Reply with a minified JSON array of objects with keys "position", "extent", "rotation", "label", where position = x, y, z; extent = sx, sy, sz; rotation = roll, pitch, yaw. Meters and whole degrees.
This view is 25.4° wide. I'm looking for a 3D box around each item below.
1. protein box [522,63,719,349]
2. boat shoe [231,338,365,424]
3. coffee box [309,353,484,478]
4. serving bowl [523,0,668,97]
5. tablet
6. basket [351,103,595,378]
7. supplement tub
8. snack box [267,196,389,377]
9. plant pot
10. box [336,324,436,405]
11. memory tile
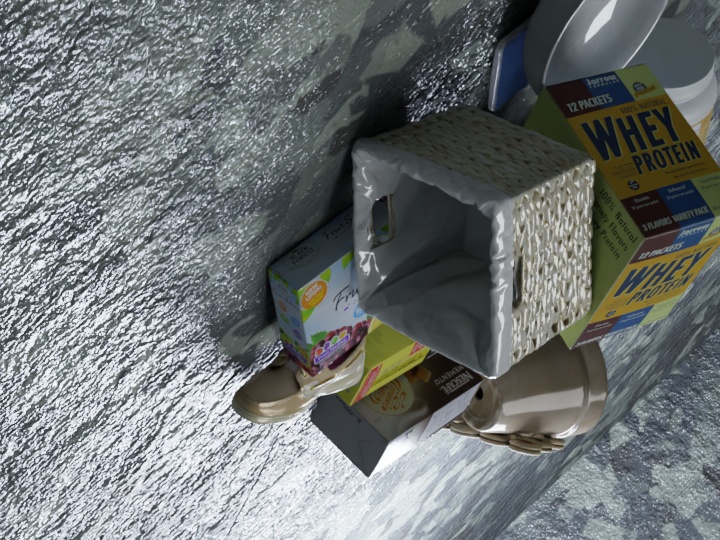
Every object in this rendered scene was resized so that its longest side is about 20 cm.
[{"position":[0.255,-0.066,1.646],"extent":[0.134,0.199,0.200],"rotation":[-16,152,-27],"label":"protein box"},{"position":[-0.066,0.109,1.782],"extent":[0.200,0.074,0.070],"rotation":[-25,140,-49],"label":"boat shoe"},{"position":[0.048,0.166,2.051],"extent":[0.200,0.114,0.080],"rotation":[-27,152,-43],"label":"coffee box"},{"position":[0.233,-0.263,1.628],"extent":[0.200,0.066,0.201],"rotation":[-37,154,-21],"label":"serving bowl"},{"position":[0.211,-0.261,1.704],"extent":[0.200,0.014,0.130],"rotation":[-39,159,-18],"label":"tablet"},{"position":[0.113,-0.036,1.565],"extent":[0.160,0.200,0.199],"rotation":[-26,128,-34],"label":"basket"},{"position":[0.347,-0.187,1.914],"extent":[0.144,0.144,0.201],"rotation":[-36,148,-27],"label":"supplement tub"},{"position":[0.000,0.000,1.676],"extent":[0.200,0.053,0.143],"rotation":[-38,143,-24],"label":"snack box"},{"position":[0.240,0.165,2.374],"extent":[0.173,0.200,0.201],"rotation":[-11,143,-34],"label":"plant pot"},{"position":[0.046,0.094,1.999],"extent":[0.200,0.050,0.075],"rotation":[-26,153,-45],"label":"box"},{"position":[0.202,0.244,2.427],"extent":[0.153,0.199,0.017],"rotation":[3,99,-62],"label":"memory tile"}]
